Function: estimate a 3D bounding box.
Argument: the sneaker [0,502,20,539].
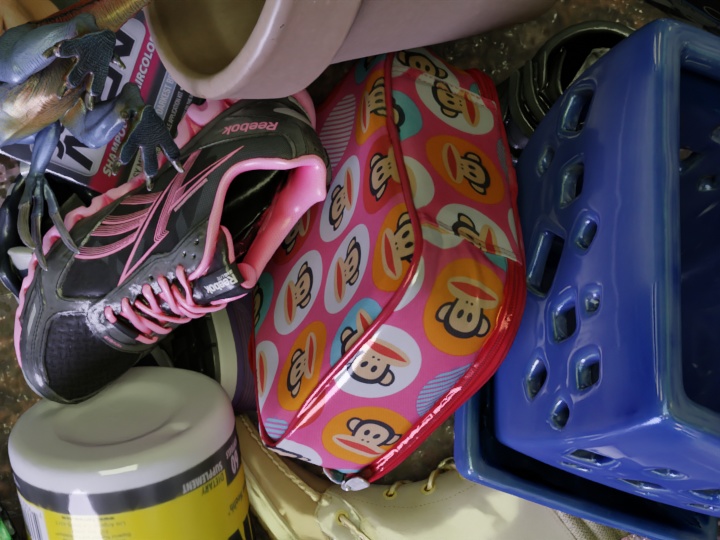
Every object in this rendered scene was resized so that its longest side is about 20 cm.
[{"bbox_3d":[-0.200,0.183,0.974,0.085,0.078,0.202,-14,91,-17],"label":"sneaker"}]

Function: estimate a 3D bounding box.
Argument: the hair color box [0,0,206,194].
[{"bbox_3d":[-0.173,-0.114,0.985,0.199,0.061,0.100,22,109,-2],"label":"hair color box"}]

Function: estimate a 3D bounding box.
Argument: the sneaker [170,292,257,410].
[{"bbox_3d":[-0.065,-0.021,1.073,0.087,0.076,0.202,-3,76,-26],"label":"sneaker"}]

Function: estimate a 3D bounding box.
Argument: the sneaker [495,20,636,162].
[{"bbox_3d":[0.077,-0.070,1.042,0.199,0.099,0.071,-37,86,1],"label":"sneaker"}]

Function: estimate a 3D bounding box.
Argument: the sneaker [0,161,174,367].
[{"bbox_3d":[-0.147,0.027,1.032,0.079,0.130,0.201,-7,84,5],"label":"sneaker"}]

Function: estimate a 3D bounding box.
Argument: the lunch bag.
[{"bbox_3d":[0.000,0.000,0.958,0.082,0.201,0.176,24,129,-24],"label":"lunch bag"}]

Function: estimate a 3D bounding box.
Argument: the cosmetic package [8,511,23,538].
[{"bbox_3d":[-0.243,0.229,1.049,0.104,0.071,0.202,1,85,3],"label":"cosmetic package"}]

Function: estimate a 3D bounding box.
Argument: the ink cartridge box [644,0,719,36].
[{"bbox_3d":[0.137,-0.185,1.048,0.199,0.099,0.039,32,89,6],"label":"ink cartridge box"}]

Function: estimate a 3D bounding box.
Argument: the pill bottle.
[{"bbox_3d":[-0.105,0.161,0.995,0.113,0.114,0.202,-7,113,3],"label":"pill bottle"}]

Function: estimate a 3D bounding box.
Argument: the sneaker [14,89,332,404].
[{"bbox_3d":[-0.088,-0.005,0.940,0.200,0.095,0.079,-48,128,8],"label":"sneaker"}]

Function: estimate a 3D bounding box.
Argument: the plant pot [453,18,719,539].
[{"bbox_3d":[0.155,0.024,0.951,0.199,0.179,0.202,19,63,-31],"label":"plant pot"}]

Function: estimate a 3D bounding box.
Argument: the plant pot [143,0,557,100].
[{"bbox_3d":[0.006,-0.175,0.903,0.173,0.200,0.202,1,84,-28],"label":"plant pot"}]

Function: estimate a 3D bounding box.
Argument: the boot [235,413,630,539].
[{"bbox_3d":[0.032,0.115,1.041,0.155,0.073,0.200,-45,86,-1],"label":"boot"}]

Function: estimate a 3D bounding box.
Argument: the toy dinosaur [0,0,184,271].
[{"bbox_3d":[-0.155,-0.075,0.926,0.105,0.181,0.201,41,71,-34],"label":"toy dinosaur"}]
